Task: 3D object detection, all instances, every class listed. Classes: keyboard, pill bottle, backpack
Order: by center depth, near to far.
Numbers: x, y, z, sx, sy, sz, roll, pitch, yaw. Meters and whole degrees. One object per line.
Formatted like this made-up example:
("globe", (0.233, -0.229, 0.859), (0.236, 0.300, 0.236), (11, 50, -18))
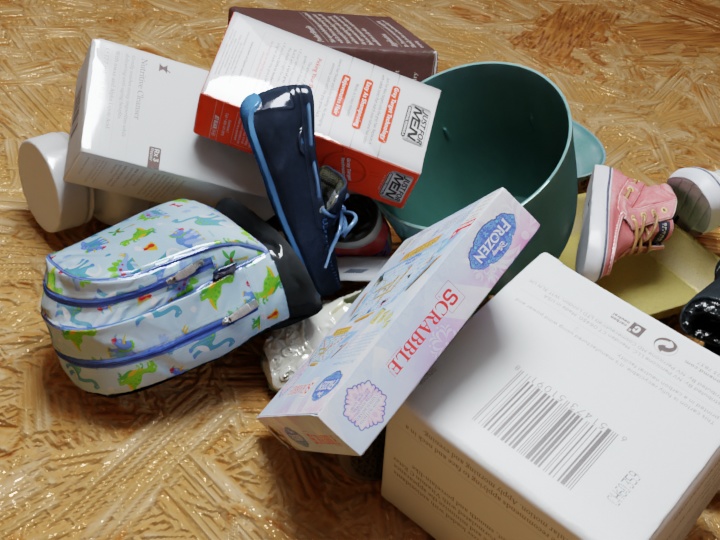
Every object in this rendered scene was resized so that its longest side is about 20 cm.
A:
("backpack", (-0.159, 0.019, 0.815), (0.199, 0.155, 0.163), (-37, 38, -16))
("keyboard", (0.000, 0.000, 0.922), (0.198, 0.011, 0.056), (0, 21, 34))
("pill bottle", (-0.229, -0.108, 0.993), (0.198, 0.116, 0.114), (-22, 46, -36))

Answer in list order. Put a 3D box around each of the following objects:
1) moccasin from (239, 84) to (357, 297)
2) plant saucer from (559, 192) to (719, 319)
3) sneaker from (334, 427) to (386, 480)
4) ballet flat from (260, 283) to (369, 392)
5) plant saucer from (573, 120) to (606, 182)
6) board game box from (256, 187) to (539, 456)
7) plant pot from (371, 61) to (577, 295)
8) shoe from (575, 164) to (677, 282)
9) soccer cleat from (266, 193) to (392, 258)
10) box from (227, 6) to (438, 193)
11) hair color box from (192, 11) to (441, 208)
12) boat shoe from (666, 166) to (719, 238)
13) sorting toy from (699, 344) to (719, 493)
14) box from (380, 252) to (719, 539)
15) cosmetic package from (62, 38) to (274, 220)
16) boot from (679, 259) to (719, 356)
("moccasin", (-0.039, -0.059, 0.826), (0.067, 0.202, 0.081), (-23, 43, -6))
("plant saucer", (0.272, -0.007, 1.061), (0.198, 0.049, 0.200), (-12, 41, -30))
("sneaker", (0.033, 0.108, 0.826), (0.075, 0.072, 0.199), (13, 26, 38))
("ballet flat", (-0.006, 0.042, 0.881), (0.071, 0.073, 0.199), (33, 39, 29))
("plant saucer", (0.210, -0.154, 1.263), (0.197, 0.036, 0.201), (9, 35, -6))
("board game box", (0.019, 0.044, 0.727), (0.041, 0.200, 0.200), (42, 73, -6))
("plant pot", (0.121, -0.071, 0.970), (0.198, 0.162, 0.203), (-12, 51, 15))
("shoe", (0.272, -0.045, 1.009), (0.090, 0.072, 0.201), (14, 31, 9))
("soccer cleat", (-0.062, -0.042, 1.001), (0.197, 0.073, 0.069), (6, 66, 26))
("box", (-0.041, -0.186, 1.099), (0.197, 0.167, 0.166), (-1, 26, -17))
("hair color box", (-0.037, -0.140, 0.880), (0.197, 0.061, 0.103), (20, 58, -5))
("boat shoe", (0.376, -0.083, 1.087), (0.066, 0.200, 0.074), (-31, 83, 3))
("sorting toy", (0.222, 0.117, 0.887), (0.197, 0.037, 0.186), (8, 34, 2))
("box", (0.151, 0.126, 0.729), (0.198, 0.132, 0.199), (33, 52, 27))
("cosmetic package", (-0.162, -0.122, 0.916), (0.197, 0.081, 0.115), (10, 71, -25))
("boot", (0.393, 0.074, 0.922), (0.200, 0.077, 0.168), (42, 37, 9))
